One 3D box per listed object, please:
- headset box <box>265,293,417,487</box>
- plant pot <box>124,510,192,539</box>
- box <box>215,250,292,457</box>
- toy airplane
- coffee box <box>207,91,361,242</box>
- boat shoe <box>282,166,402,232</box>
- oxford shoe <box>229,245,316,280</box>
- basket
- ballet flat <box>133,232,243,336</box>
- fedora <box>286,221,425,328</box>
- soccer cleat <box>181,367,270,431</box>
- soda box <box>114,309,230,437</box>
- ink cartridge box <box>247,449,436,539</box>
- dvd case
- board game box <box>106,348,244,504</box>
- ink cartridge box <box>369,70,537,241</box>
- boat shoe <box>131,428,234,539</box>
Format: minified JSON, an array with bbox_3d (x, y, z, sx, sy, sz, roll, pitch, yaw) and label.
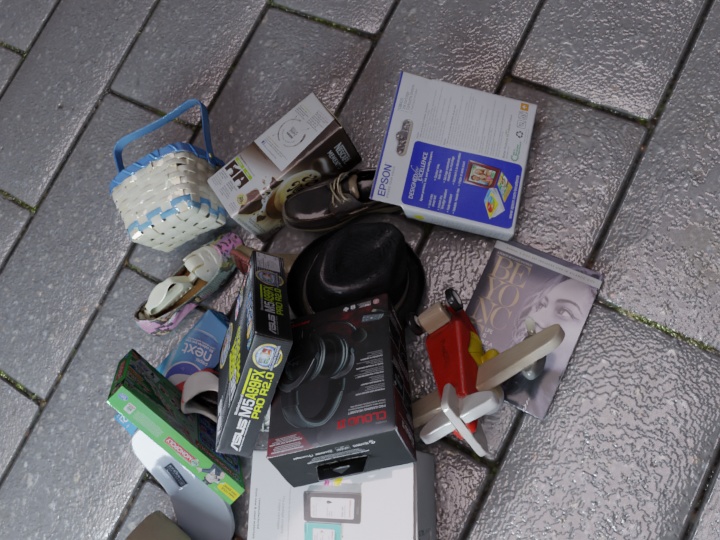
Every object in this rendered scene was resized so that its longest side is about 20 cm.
[{"bbox_3d":[-0.021,0.141,0.750,0.147,0.078,0.202,-15,44,14],"label":"headset box"},{"bbox_3d":[-0.222,0.434,0.820,0.198,0.187,0.189,29,83,7],"label":"plant pot"},{"bbox_3d":[-0.131,0.092,0.801,0.044,0.201,0.162,15,114,-17],"label":"box"},{"bbox_3d":[0.129,0.135,0.794,0.199,0.141,0.201,9,62,53],"label":"toy airplane"},{"bbox_3d":[-0.107,-0.147,0.978,0.199,0.113,0.080,-40,68,3],"label":"coffee box"},{"bbox_3d":[-0.017,-0.111,0.938,0.197,0.073,0.075,-17,71,-6],"label":"boat shoe"},{"bbox_3d":[-0.096,0.005,0.962,0.198,0.071,0.075,26,64,15],"label":"oxford shoe"},{"bbox_3d":[-0.294,-0.141,1.014,0.174,0.139,0.203,-22,74,20],"label":"basket"},{"bbox_3d":[-0.258,0.017,0.996,0.200,0.071,0.069,-44,66,0],"label":"ballet flat"},{"bbox_3d":[0.000,0.000,0.875,0.197,0.092,0.203,4,59,-6],"label":"fedora"},{"bbox_3d":[-0.139,0.184,0.877,0.197,0.085,0.070,18,107,-4],"label":"soccer cleat"},{"bbox_3d":[-0.250,0.153,0.950,0.064,0.068,0.201,40,88,9],"label":"soda box"},{"bbox_3d":[-0.015,0.293,0.802,0.197,0.147,0.148,-4,72,15],"label":"ink cartridge box"},{"bbox_3d":[0.209,0.070,0.872,0.147,0.016,0.202,23,82,22],"label":"dvd case"},{"bbox_3d":[-0.230,0.195,0.848,0.029,0.135,0.200,-43,108,-1],"label":"board game box"},{"bbox_3d":[0.128,-0.157,0.914,0.197,0.047,0.201,14,75,4],"label":"ink cartridge box"},{"bbox_3d":[-0.232,0.275,0.903,0.074,0.086,0.203,-32,102,7],"label":"boat shoe"}]
